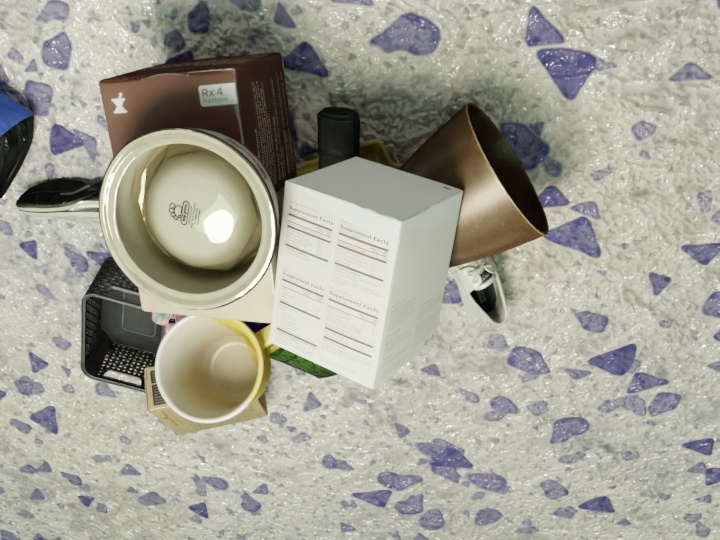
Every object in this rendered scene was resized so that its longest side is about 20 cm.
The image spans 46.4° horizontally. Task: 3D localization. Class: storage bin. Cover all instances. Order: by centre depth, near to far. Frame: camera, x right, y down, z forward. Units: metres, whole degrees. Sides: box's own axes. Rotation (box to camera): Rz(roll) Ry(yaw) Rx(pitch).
[{"bbox_3d":[-0.374,0.092,1.372,0.134,0.094,0.201,15,129,-2],"label":"storage bin"}]

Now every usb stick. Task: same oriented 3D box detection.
[{"bbox_3d":[-0.028,-0.123,1.106,0.055,0.033,0.201,5,130,5],"label":"usb stick"}]

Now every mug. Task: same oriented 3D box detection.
[{"bbox_3d":[-0.176,0.139,1.193,0.185,0.150,0.153,1,172,7],"label":"mug"}]

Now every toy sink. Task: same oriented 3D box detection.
[{"bbox_3d":[-0.171,-0.021,1.049,0.199,0.112,0.131,3,110,24],"label":"toy sink"}]

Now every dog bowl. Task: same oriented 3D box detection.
[{"bbox_3d":[-0.177,-0.063,0.916,0.199,0.074,0.201,4,111,11],"label":"dog bowl"}]

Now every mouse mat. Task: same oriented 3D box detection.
[{"bbox_3d":[-0.074,0.123,1.322,0.161,0.008,0.200,-25,143,38],"label":"mouse mat"}]

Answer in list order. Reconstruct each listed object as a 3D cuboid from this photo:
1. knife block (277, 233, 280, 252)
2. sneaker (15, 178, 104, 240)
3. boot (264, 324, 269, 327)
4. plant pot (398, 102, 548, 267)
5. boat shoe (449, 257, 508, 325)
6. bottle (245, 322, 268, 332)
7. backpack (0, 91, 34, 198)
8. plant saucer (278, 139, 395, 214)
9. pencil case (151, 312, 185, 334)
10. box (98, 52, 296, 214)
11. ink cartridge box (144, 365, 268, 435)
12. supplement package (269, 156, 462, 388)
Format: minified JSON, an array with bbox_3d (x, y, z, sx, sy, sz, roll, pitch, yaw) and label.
[{"bbox_3d":[-0.139,-0.009,1.135,0.175,0.201,0.064,6,138,-35],"label":"knife block"},{"bbox_3d":[-0.405,-0.071,1.252,0.199,0.076,0.116,-1,127,8],"label":"sneaker"},{"bbox_3d":[-0.046,0.062,1.275,0.131,0.070,0.200,25,131,-38],"label":"boot"},{"bbox_3d":[0.104,-0.077,1.065,0.200,0.187,0.187,-32,118,22],"label":"plant pot"},{"bbox_3d":[0.166,-0.001,1.199,0.074,0.065,0.200,-41,128,-8],"label":"boat shoe"},{"bbox_3d":[-0.229,0.044,1.317,0.200,0.065,0.083,39,149,-20],"label":"bottle"},{"bbox_3d":[-0.558,-0.167,1.146,0.168,0.163,0.200,38,127,-16],"label":"backpack"},{"bbox_3d":[-0.019,-0.087,1.187,0.199,0.049,0.200,-15,124,21],"label":"plant saucer"},{"bbox_3d":[-0.254,-0.011,1.218,0.087,0.087,0.201,9,100,3],"label":"pencil case"},{"bbox_3d":[-0.187,-0.169,1.027,0.165,0.200,0.165,-1,109,12],"label":"box"},{"bbox_3d":[-0.246,0.201,1.369,0.164,0.075,0.200,-10,159,-3],"label":"ink cartridge box"},{"bbox_3d":[0.005,-0.004,0.968,0.150,0.152,0.201,21,117,26],"label":"supplement package"}]
